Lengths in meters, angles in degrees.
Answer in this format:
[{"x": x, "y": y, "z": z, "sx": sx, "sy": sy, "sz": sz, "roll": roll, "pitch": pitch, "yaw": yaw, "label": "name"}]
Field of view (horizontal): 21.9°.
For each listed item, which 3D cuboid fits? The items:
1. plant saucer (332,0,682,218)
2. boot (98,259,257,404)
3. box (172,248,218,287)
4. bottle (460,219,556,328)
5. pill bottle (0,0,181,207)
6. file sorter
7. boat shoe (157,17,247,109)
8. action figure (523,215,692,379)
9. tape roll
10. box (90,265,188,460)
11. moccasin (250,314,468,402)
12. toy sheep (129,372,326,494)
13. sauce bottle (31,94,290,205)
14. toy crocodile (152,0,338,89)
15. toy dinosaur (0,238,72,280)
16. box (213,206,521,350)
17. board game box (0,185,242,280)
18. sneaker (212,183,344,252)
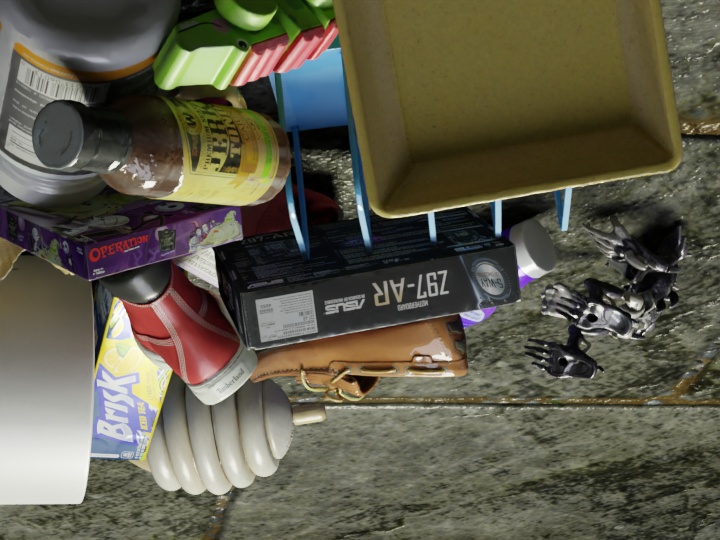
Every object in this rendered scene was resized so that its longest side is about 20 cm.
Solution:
[{"x": 0.088, "y": -0.148, "z": 1.165, "sx": 0.198, "sy": 0.202, "sz": 0.048, "roll": -9, "pitch": -171, "yaw": 7, "label": "plant saucer"}, {"x": -0.158, "y": 0.009, "z": 1.379, "sx": 0.072, "sy": 0.200, "sz": 0.145, "roll": -42, "pitch": 112, "yaw": -8, "label": "boot"}, {"x": -0.094, "y": -0.003, "z": 1.534, "sx": 0.038, "sy": 0.042, "sz": 0.200, "roll": -21, "pitch": 149, "yaw": 26, "label": "box"}, {"x": 0.073, "y": 0.015, "z": 1.574, "sx": 0.199, "sy": 0.066, "sz": 0.083, "roll": -25, "pitch": 148, "yaw": 34, "label": "bottle"}, {"x": -0.185, "y": -0.129, "z": 1.183, "sx": 0.115, "sy": 0.117, "sz": 0.200, "roll": 2, "pitch": 153, "yaw": -16, "label": "pill bottle"}, {"x": 0.042, "y": -0.088, "z": 1.279, "sx": 0.198, "sy": 0.124, "sz": 0.139, "roll": -6, "pitch": 163, "yaw": 2, "label": "file sorter"}, {"x": -0.117, "y": -0.098, "z": 1.311, "sx": 0.073, "sy": 0.067, "sz": 0.200, "roll": -2, "pitch": 153, "yaw": -6, "label": "boat shoe"}, {"x": 0.209, "y": 0.015, "z": 1.564, "sx": 0.200, "sy": 0.102, "sz": 0.119, "roll": -33, "pitch": 153, "yaw": -56, "label": "action figure"}, {"x": -0.290, "y": 0.087, "z": 1.496, "sx": 0.138, "sy": 0.204, "sz": 0.203, "roll": 2, "pitch": 153, "yaw": -14, "label": "tape roll"}, {"x": -0.198, "y": 0.073, "z": 1.574, "sx": 0.070, "sy": 0.065, "sz": 0.201, "roll": 4, "pitch": 134, "yaw": -19, "label": "box"}, {"x": -0.003, "y": 0.076, "z": 1.554, "sx": 0.200, "sy": 0.078, "sz": 0.074, "roll": -10, "pitch": -171, "yaw": 21, "label": "moccasin"}, {"x": -0.130, "y": 0.137, "z": 1.693, "sx": 0.198, "sy": 0.139, "sz": 0.138, "roll": -10, "pitch": 153, "yaw": 10, "label": "toy sheep"}, {"x": -0.119, "y": -0.074, "z": 1.138, "sx": 0.064, "sy": 0.065, "sz": 0.200, "roll": -22, "pitch": 169, "yaw": 29, "label": "sauce bottle"}, {"x": -0.053, "y": -0.149, "z": 1.158, "sx": 0.200, "sy": 0.062, "sz": 0.068, "roll": -28, "pitch": 162, "yaw": -51, "label": "toy crocodile"}, {"x": -0.294, "y": -0.032, "z": 1.368, "sx": 0.198, "sy": 0.102, "sz": 0.058, "roll": -3, "pitch": 154, "yaw": -5, "label": "toy dinosaur"}, {"x": 0.000, "y": 0.000, "z": 1.358, "sx": 0.198, "sy": 0.044, "sz": 0.160, "roll": -10, "pitch": -165, "yaw": -10, "label": "box"}, {"x": -0.183, "y": -0.041, "z": 1.286, "sx": 0.119, "sy": 0.033, "sz": 0.200, "roll": -12, "pitch": -160, "yaw": -34, "label": "board game box"}, {"x": -0.038, "y": -0.017, "z": 1.483, "sx": 0.086, "sy": 0.074, "sz": 0.200, "roll": -22, "pitch": 149, "yaw": 26, "label": "sneaker"}]
